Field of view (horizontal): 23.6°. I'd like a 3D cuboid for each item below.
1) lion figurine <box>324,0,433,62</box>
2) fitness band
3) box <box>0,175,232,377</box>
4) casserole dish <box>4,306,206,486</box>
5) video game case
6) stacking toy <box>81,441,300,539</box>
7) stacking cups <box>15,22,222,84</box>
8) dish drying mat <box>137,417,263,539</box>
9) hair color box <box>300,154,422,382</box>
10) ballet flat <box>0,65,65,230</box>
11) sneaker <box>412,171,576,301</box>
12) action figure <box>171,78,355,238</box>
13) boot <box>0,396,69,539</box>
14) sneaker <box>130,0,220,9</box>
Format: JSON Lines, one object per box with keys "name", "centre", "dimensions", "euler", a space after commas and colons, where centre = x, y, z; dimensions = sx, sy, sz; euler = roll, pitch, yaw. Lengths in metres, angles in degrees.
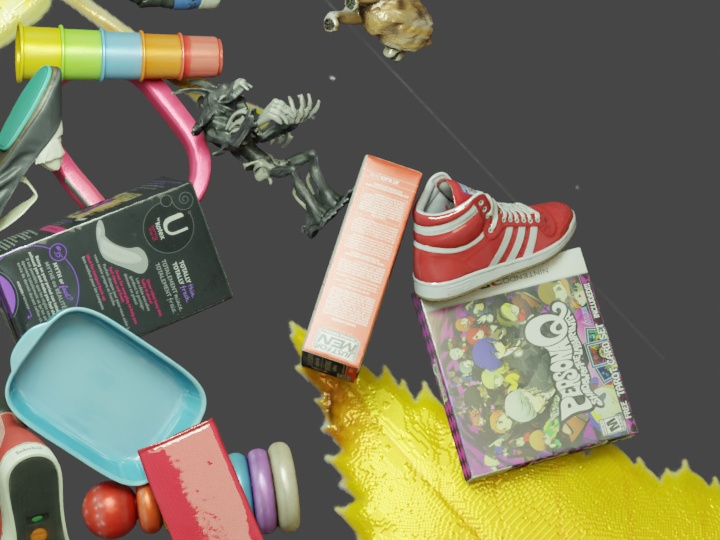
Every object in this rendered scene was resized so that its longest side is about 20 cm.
{"name": "lion figurine", "centre": [-0.013, -0.300, 1.771], "dimensions": [0.122, 0.072, 0.200], "euler": [-21, 70, -49]}
{"name": "fitness band", "centre": [-0.237, -0.127, 1.704], "dimensions": [0.143, 0.037, 0.200], "euler": [-37, 85, -20]}
{"name": "box", "centre": [-0.240, 0.003, 1.613], "dimensions": [0.199, 0.106, 0.123], "euler": [-22, 102, -16]}
{"name": "casserole dish", "centre": [-0.232, 0.110, 1.558], "dimensions": [0.200, 0.039, 0.121], "euler": [37, 89, -27]}
{"name": "video game case", "centre": [0.163, 0.092, 1.718], "dimensions": [0.181, 0.036, 0.201], "euler": [-13, 78, -12]}
{"name": "stacking toy", "centre": [-0.159, 0.216, 1.605], "dimensions": [0.199, 0.085, 0.086], "euler": [-8, 77, -8]}
{"name": "stacking cups", "centre": [-0.237, -0.209, 1.686], "dimensions": [0.199, 0.061, 0.061], "euler": [0, 75, -18]}
{"name": "dish drying mat", "centre": [-0.131, 0.241, 1.564], "dimensions": [0.077, 0.018, 0.201], "euler": [-23, 88, -4]}
{"name": "hair color box", "centre": [0.000, 0.000, 1.666], "dimensions": [0.061, 0.102, 0.201], "euler": [18, 79, 1]}
{"name": "ballet flat", "centre": [-0.328, -0.101, 1.642], "dimensions": [0.073, 0.073, 0.200], "euler": [35, 93, 0]}
{"name": "sneaker", "centre": [0.133, -0.055, 1.698], "dimensions": [0.200, 0.071, 0.113], "euler": [-25, 123, -29]}
{"name": "action figure", "centre": [-0.087, -0.133, 1.692], "dimensions": [0.200, 0.119, 0.102], "euler": [45, 116, -1]}
{"name": "boot", "centre": [-0.318, 0.224, 1.577], "dimensions": [0.072, 0.144, 0.201], "euler": [-6, 113, -26]}
{"name": "sneaker", "centre": [-0.209, -0.361, 1.748], "dimensions": [0.111, 0.077, 0.201], "euler": [-5, 83, -22]}
